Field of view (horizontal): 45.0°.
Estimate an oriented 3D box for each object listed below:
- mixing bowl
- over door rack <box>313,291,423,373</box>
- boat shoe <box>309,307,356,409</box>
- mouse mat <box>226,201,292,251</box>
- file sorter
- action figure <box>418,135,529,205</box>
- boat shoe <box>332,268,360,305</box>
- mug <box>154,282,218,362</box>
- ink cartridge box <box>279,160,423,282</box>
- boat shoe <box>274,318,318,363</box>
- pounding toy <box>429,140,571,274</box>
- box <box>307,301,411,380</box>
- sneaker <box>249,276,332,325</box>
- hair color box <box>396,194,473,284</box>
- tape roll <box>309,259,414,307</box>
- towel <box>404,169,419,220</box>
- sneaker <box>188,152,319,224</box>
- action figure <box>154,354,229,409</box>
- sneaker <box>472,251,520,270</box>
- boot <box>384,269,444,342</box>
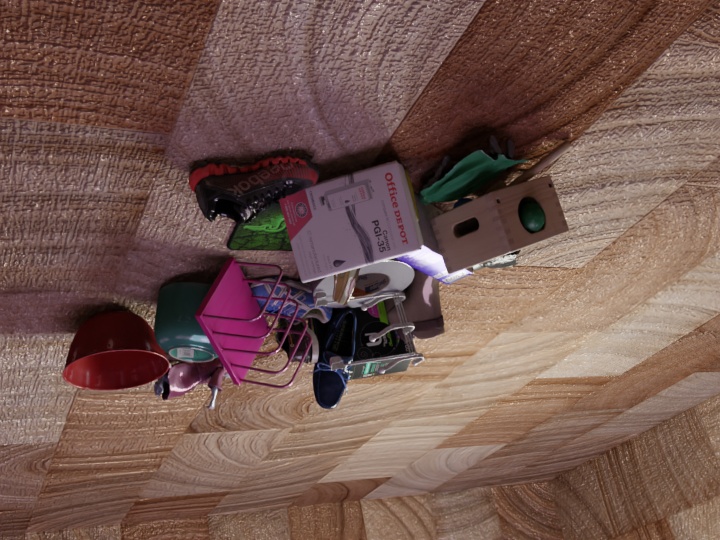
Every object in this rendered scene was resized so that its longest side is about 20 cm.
[{"bbox_3d":[-0.474,0.145,1.679,0.197,0.110,0.201,-10,155,-5],"label":"mixing bowl"},{"bbox_3d":[0.009,0.116,1.637,0.198,0.149,0.067,0,148,-28],"label":"over door rack"},{"bbox_3d":[-0.053,0.169,1.699,0.083,0.203,0.069,8,170,-13],"label":"boat shoe"},{"bbox_3d":[-0.122,-0.074,1.513,0.198,0.008,0.161,-1,152,-24],"label":"mouse mat"},{"bbox_3d":[-0.182,0.100,1.570,0.124,0.140,0.201,5,139,25],"label":"file sorter"},{"bbox_3d":[0.163,-0.155,1.421,0.117,0.055,0.199,9,154,-39],"label":"action figure"},{"bbox_3d":[-0.032,-0.039,1.489,0.075,0.072,0.202,11,109,-6],"label":"boat shoe"},{"bbox_3d":[-0.300,0.110,1.638,0.151,0.116,0.184,-14,151,33],"label":"mug"},{"bbox_3d":[-0.013,-0.078,1.377,0.198,0.148,0.083,-16,-178,7],"label":"ink cartridge box"},{"bbox_3d":[-0.139,0.129,1.740,0.060,0.073,0.201,-4,-163,-20],"label":"boat shoe"},{"bbox_3d":[0.249,-0.104,1.457,0.183,0.144,0.199,-18,177,-37],"label":"pounding toy"},{"bbox_3d":[-0.002,0.140,1.827,0.197,0.150,0.125,-7,156,-9],"label":"box"},{"bbox_3d":[-0.143,0.061,1.693,0.197,0.078,0.076,0,153,-17],"label":"sneaker"},{"bbox_3d":[0.117,-0.057,1.534,0.064,0.111,0.199,-26,150,28],"label":"hair color box"},{"bbox_3d":[0.000,0.000,1.640,0.198,0.067,0.201,-11,155,-5],"label":"tape roll"},{"bbox_3d":[-0.008,-0.101,1.425,0.197,0.087,0.018,-13,-179,7],"label":"towel"},{"bbox_3d":[-0.155,-0.118,1.307,0.198,0.099,0.071,-8,152,-11],"label":"sneaker"},{"bbox_3d":[-0.362,0.222,1.937,0.198,0.134,0.151,-15,114,-23],"label":"action figure"},{"bbox_3d":[0.261,-0.047,1.680,0.103,0.061,0.200,-12,159,2],"label":"sneaker"},{"bbox_3d":[0.133,0.058,1.720,0.199,0.148,0.070,-21,-178,37],"label":"boot"}]
